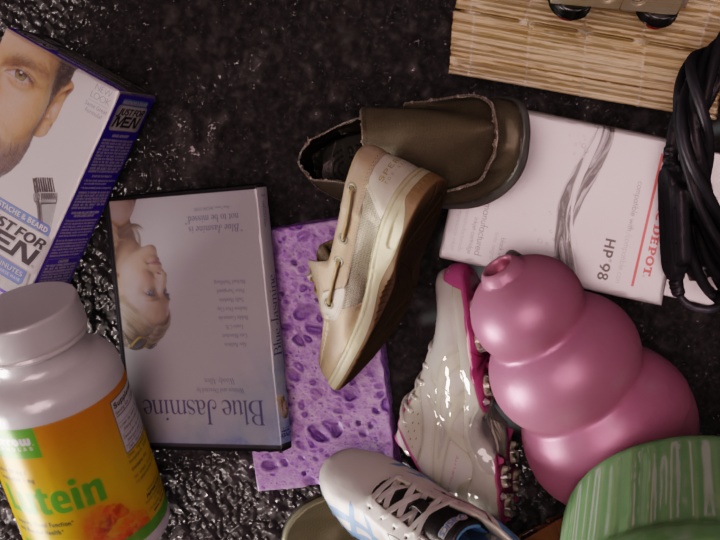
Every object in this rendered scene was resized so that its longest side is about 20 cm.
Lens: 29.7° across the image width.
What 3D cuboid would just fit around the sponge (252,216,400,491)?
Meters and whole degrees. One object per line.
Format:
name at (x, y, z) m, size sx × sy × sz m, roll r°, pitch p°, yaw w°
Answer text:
sponge at (-0.036, 0.062, 1.032) m, size 0.112 × 0.030 × 0.200 m, roll -7°, pitch 94°, yaw 11°

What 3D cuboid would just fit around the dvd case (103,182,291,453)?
dvd case at (-0.125, 0.038, 1.033) m, size 0.143 × 0.018 × 0.200 m, roll -3°, pitch 95°, yaw 27°

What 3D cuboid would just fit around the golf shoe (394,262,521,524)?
golf shoe at (0.062, 0.094, 0.989) m, size 0.091 × 0.075 × 0.200 m, roll -3°, pitch 103°, yaw 21°

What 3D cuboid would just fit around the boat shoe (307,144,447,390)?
boat shoe at (0.000, 0.000, 0.943) m, size 0.065 × 0.072 × 0.200 m, roll 32°, pitch 134°, yaw 15°

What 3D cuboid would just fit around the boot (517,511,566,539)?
boot at (0.205, 0.257, 0.978) m, size 0.188 × 0.068 × 0.200 m, roll -19°, pitch 81°, yaw -9°

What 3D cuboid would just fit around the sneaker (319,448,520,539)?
sneaker at (0.050, 0.175, 0.933) m, size 0.200 × 0.073 × 0.072 m, roll 32°, pitch 57°, yaw 32°

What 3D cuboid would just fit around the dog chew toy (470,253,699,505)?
dog chew toy at (0.145, 0.072, 0.928) m, size 0.125 × 0.125 × 0.200 m, roll -33°, pitch 111°, yaw 12°

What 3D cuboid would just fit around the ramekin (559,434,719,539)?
ramekin at (0.217, 0.196, 0.863) m, size 0.200 × 0.098 × 0.200 m, roll 6°, pitch 133°, yaw 6°

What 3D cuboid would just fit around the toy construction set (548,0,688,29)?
toy construction set at (0.170, -0.237, 0.937) m, size 0.200 × 0.092 × 0.131 m, roll -5°, pitch 57°, yaw 4°

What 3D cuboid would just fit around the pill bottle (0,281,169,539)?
pill bottle at (-0.219, 0.115, 1.001) m, size 0.111 × 0.111 × 0.200 m, roll -9°, pitch 113°, yaw 11°

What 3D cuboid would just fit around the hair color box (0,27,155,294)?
hair color box at (-0.252, -0.070, 1.036) m, size 0.109 × 0.065 × 0.200 m, roll 29°, pitch 100°, yaw 14°

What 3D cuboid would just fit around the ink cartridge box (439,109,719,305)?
ink cartridge box at (0.167, -0.046, 0.964) m, size 0.200 × 0.067 × 0.116 m, roll 12°, pitch 96°, yaw 10°

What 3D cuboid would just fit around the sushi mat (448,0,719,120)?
sushi mat at (0.166, -0.173, 0.980) m, size 0.200 × 0.012 × 0.096 m, roll 12°, pitch 97°, yaw 9°

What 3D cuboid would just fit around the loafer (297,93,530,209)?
loafer at (0.031, -0.078, 0.937) m, size 0.200 × 0.070 × 0.075 m, roll -11°, pitch 78°, yaw 47°

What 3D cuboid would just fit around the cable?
cable at (0.269, -0.073, 0.913) m, size 0.163 × 0.051 × 0.200 m, roll -10°, pitch 100°, yaw -26°

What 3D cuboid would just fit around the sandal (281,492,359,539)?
sandal at (0.037, 0.221, 0.983) m, size 0.201 × 0.057 × 0.080 m, roll 26°, pitch 99°, yaw 8°
